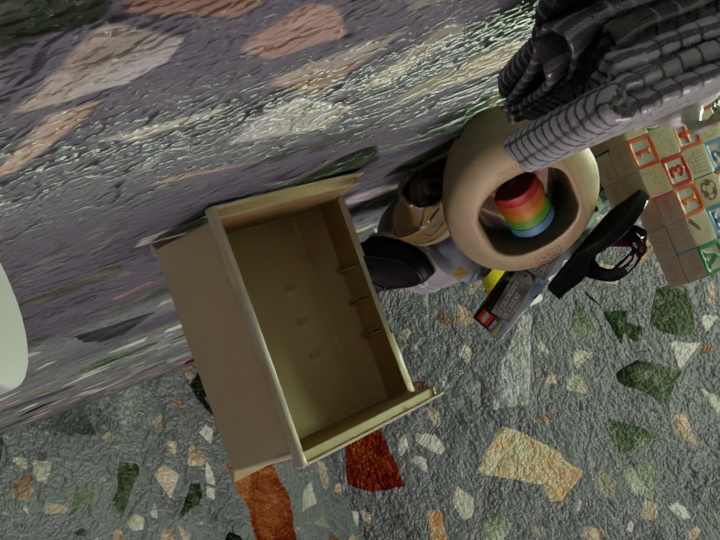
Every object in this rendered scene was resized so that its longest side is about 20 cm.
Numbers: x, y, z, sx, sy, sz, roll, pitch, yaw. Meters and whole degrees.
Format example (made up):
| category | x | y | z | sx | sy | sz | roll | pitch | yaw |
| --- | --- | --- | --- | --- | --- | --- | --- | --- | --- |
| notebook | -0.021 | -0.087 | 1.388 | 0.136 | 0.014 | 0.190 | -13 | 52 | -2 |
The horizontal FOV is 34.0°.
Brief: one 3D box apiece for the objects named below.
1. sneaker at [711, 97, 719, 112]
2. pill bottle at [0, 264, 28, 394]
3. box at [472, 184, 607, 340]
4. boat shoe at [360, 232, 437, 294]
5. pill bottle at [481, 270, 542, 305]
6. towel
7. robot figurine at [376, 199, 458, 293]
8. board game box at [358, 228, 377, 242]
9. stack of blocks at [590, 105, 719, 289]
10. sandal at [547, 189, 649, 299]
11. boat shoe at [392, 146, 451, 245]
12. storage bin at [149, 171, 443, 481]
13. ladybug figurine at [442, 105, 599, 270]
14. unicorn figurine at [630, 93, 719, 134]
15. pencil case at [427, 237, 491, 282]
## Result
| category | x | y | z | sx | sy | sz | roll | pitch | yaw |
| --- | --- | --- | --- | --- | --- | --- | --- | --- | --- |
| sneaker | 0.354 | -0.157 | 1.270 | 0.202 | 0.077 | 0.146 | -36 | 179 | -36 |
| pill bottle | -0.248 | 0.048 | 0.492 | 0.198 | 0.113 | 0.111 | -22 | 177 | 3 |
| box | 0.193 | -0.024 | 1.207 | 0.137 | 0.040 | 0.200 | -55 | 175 | 29 |
| boat shoe | 0.001 | 0.002 | 1.292 | 0.200 | 0.074 | 0.063 | 0 | -136 | 46 |
| pill bottle | 0.314 | -0.008 | 2.582 | 0.113 | 0.202 | 0.114 | -21 | 177 | -1 |
| towel | 0.175 | -0.136 | 0.652 | 0.198 | 0.087 | 0.166 | -24 | 179 | -8 |
| robot figurine | 0.100 | -0.044 | 1.328 | 0.198 | 0.114 | 0.169 | -24 | 164 | 27 |
| board game box | -0.051 | 0.000 | 1.665 | 0.198 | 0.042 | 0.199 | -23 | 177 | 8 |
| stack of blocks | 0.291 | -0.090 | 1.111 | 0.114 | 0.202 | 0.058 | -21 | 177 | -27 |
| sandal | 0.232 | -0.018 | 1.092 | 0.076 | 0.048 | 0.201 | -49 | 174 | -18 |
| boat shoe | 0.067 | -0.077 | 1.115 | 0.075 | 0.073 | 0.200 | -5 | 161 | -27 |
| storage bin | -0.044 | 0.040 | 0.961 | 0.093 | 0.202 | 0.197 | -23 | 177 | 42 |
| ladybug figurine | 0.130 | -0.071 | 0.990 | 0.135 | 0.072 | 0.200 | -28 | 146 | 4 |
| unicorn figurine | 0.271 | -0.157 | 0.966 | 0.198 | 0.075 | 0.137 | -27 | -171 | -19 |
| pencil case | 0.139 | -0.066 | 1.149 | 0.082 | 0.092 | 0.200 | -15 | 161 | -32 |
